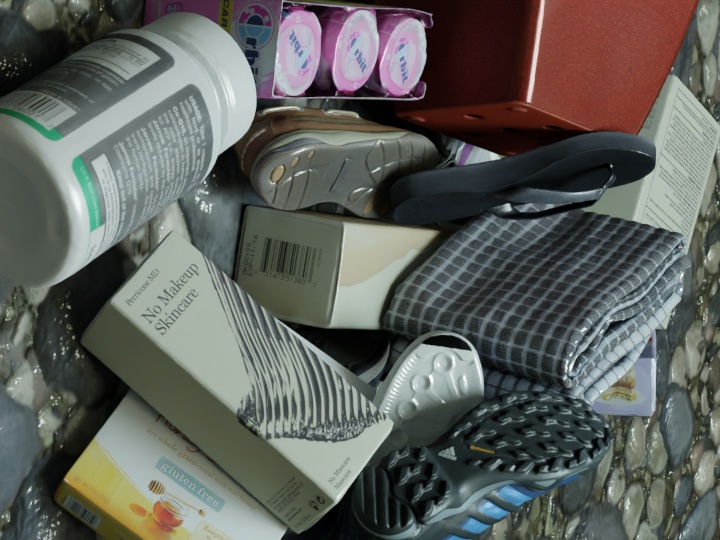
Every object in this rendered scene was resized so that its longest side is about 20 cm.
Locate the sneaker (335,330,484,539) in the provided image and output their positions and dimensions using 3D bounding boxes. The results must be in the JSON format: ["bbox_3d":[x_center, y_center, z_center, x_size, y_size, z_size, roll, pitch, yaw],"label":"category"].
[{"bbox_3d":[0.034,0.123,1.639,0.147,0.080,0.202,-108,-152,-75],"label":"sneaker"}]

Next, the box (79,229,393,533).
[{"bbox_3d":[-0.082,0.074,1.499,0.200,0.068,0.082,41,55,-3],"label":"box"}]

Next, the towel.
[{"bbox_3d":[0.134,0.018,1.670,0.200,0.165,0.086,-43,135,-41],"label":"towel"}]

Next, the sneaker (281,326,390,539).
[{"bbox_3d":[-0.036,0.136,1.696,0.202,0.076,0.147,-49,145,-52],"label":"sneaker"}]

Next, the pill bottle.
[{"bbox_3d":[-0.158,-0.081,1.406,0.200,0.112,0.114,-39,129,-46],"label":"pill bottle"}]

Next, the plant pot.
[{"bbox_3d":[0.123,-0.187,1.687,0.199,0.199,0.178,17,78,-42],"label":"plant pot"}]

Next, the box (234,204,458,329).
[{"bbox_3d":[0.000,0.000,1.695,0.199,0.094,0.079,3,97,-59],"label":"box"}]

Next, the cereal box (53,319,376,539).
[{"bbox_3d":[-0.096,0.118,1.540,0.201,0.143,0.040,-56,180,-33],"label":"cereal box"}]

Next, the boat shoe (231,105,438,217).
[{"bbox_3d":[-0.018,-0.089,1.652,0.199,0.072,0.076,5,124,-52],"label":"boat shoe"}]

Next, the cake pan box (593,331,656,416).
[{"bbox_3d":[0.135,0.066,1.786,0.184,0.198,0.053,-53,143,-76],"label":"cake pan box"}]

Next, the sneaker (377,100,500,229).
[{"bbox_3d":[0.056,-0.086,1.785,0.140,0.077,0.202,-23,108,-51],"label":"sneaker"}]

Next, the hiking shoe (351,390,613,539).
[{"bbox_3d":[0.078,0.143,1.545,0.198,0.075,0.087,-17,148,-20],"label":"hiking shoe"}]

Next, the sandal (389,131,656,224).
[{"bbox_3d":[0.122,-0.056,1.661,0.076,0.198,0.043,70,8,-68],"label":"sandal"}]

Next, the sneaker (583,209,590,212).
[{"bbox_3d":[0.146,-0.009,1.874,0.200,0.075,0.106,-159,-86,-87],"label":"sneaker"}]

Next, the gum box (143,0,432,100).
[{"bbox_3d":[-0.046,-0.155,1.561,0.199,0.113,0.067,-6,103,-57],"label":"gum box"}]

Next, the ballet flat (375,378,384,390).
[{"bbox_3d":[0.030,0.118,1.799,0.200,0.071,0.072,-28,121,-51],"label":"ballet flat"}]

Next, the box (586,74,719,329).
[{"bbox_3d":[0.232,-0.066,2.025,0.128,0.108,0.202,35,69,-55],"label":"box"}]
